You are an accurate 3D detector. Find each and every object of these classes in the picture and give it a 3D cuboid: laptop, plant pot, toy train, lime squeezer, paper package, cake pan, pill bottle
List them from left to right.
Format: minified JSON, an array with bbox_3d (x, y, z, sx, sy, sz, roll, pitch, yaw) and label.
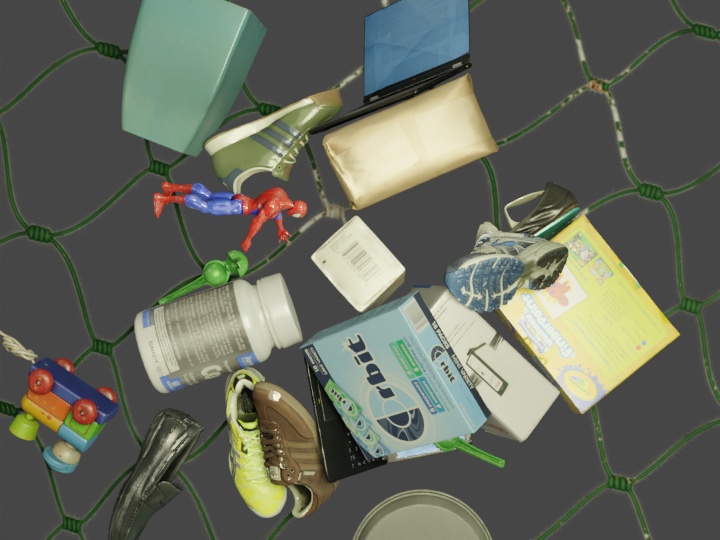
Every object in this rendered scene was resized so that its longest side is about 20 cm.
[{"bbox_3d":[-0.432,0.172,1.487,0.199,0.085,0.116,33,101,3],"label":"toy train"},{"bbox_3d":[-0.233,-0.261,1.480,0.140,0.141,0.201,22,93,3],"label":"plant pot"},{"bbox_3d":[-0.189,0.008,1.474,0.038,0.199,0.071,50,49,-17],"label":"lime squeezer"},{"bbox_3d":[-0.183,0.079,1.464,0.199,0.114,0.115,-18,86,1],"label":"pill bottle"},{"bbox_3d":[0.036,-0.277,1.422,0.186,0.200,0.117,-15,103,43],"label":"laptop"},{"bbox_3d":[0.037,0.166,1.457,0.103,0.199,0.179,-15,84,37],"label":"laptop"},{"bbox_3d":[0.059,-0.161,1.435,0.199,0.191,0.104,-23,95,1],"label":"paper package"},{"bbox_3d":[0.082,0.392,1.474,0.198,0.037,0.202,0,86,1],"label":"cake pan"},{"bbox_3d":[0.115,0.202,1.444,0.070,0.200,0.038,-21,43,21],"label":"lime squeezer"}]

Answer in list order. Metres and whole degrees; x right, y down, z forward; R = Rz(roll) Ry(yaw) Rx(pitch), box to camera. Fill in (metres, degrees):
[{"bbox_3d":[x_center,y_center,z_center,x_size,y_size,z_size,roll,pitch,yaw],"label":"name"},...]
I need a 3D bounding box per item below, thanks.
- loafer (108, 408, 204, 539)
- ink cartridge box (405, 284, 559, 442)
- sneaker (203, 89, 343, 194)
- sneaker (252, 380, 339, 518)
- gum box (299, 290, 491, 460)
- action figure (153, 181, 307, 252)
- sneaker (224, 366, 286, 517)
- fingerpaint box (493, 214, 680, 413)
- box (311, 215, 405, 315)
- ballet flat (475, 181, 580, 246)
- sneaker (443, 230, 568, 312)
[{"bbox_3d":[-0.270,0.282,1.475,0.070,0.068,0.202,22,83,12],"label":"loafer"},{"bbox_3d":[0.134,0.115,1.415,0.200,0.146,0.084,43,79,-11],"label":"ink cartridge box"},{"bbox_3d":[-0.105,-0.165,1.505,0.199,0.067,0.090,-22,87,5],"label":"sneaker"},{"bbox_3d":[-0.091,0.232,1.425,0.076,0.070,0.201,-49,124,-33],"label":"sneaker"},{"bbox_3d":[0.037,0.131,1.344,0.044,0.199,0.171,-37,99,-41],"label":"gum box"},{"bbox_3d":[-0.166,-0.065,1.484,0.198,0.065,0.100,1,120,10],"label":"action figure"},{"bbox_3d":[-0.145,0.228,1.472,0.075,0.076,0.202,-14,87,-1],"label":"sneaker"},{"bbox_3d":[0.287,0.059,1.473,0.167,0.073,0.200,-39,84,-2],"label":"fingerpaint box"},{"bbox_3d":[0.000,0.000,1.421,0.078,0.200,0.095,-42,87,-2],"label":"box"},{"bbox_3d":[0.201,-0.047,1.492,0.200,0.068,0.068,-38,76,-11],"label":"ballet flat"},{"bbox_3d":[0.164,-0.006,1.381,0.085,0.199,0.078,36,122,37],"label":"sneaker"}]
